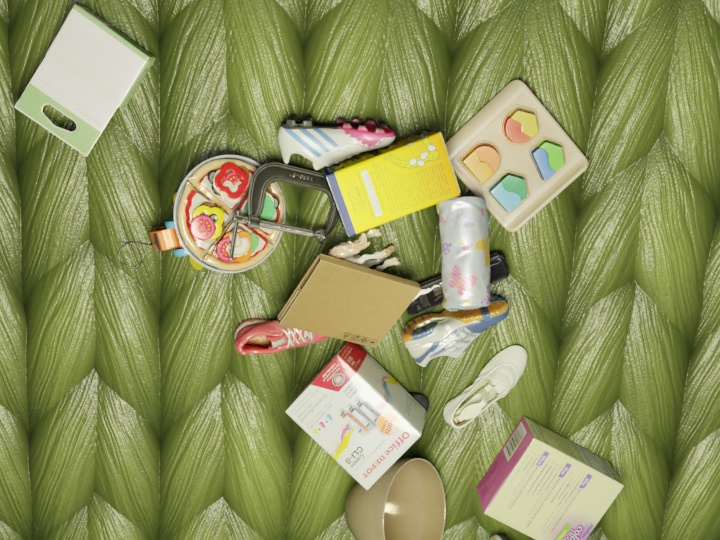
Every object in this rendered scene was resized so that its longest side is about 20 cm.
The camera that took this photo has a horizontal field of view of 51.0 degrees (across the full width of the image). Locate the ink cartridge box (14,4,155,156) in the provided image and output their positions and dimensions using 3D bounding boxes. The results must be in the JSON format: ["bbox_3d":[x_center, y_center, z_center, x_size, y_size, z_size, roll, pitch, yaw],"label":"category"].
[{"bbox_3d":[-0.458,-0.314,1.258,0.145,0.048,0.200,35,102,-8],"label":"ink cartridge box"}]

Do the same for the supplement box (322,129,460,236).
[{"bbox_3d":[0.049,-0.149,1.262,0.199,0.109,0.110,-21,104,-2],"label":"supplement box"}]

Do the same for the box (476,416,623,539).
[{"bbox_3d":[0.353,0.407,1.423,0.199,0.097,0.177,28,103,-6],"label":"box"}]

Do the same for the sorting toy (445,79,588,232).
[{"bbox_3d":[0.265,-0.193,1.298,0.185,0.036,0.200,-42,101,10],"label":"sorting toy"}]

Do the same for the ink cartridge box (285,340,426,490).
[{"bbox_3d":[-0.002,0.251,1.339,0.200,0.145,0.145,43,100,1],"label":"ink cartridge box"}]

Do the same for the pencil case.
[{"bbox_3d":[0.175,-0.031,1.295,0.090,0.083,0.201,-5,89,31],"label":"pencil case"}]

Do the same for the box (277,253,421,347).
[{"bbox_3d":[-0.019,0.056,1.295,0.199,0.021,0.164,16,128,-27],"label":"box"}]

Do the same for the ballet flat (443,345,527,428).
[{"bbox_3d":[0.236,0.223,1.391,0.200,0.069,0.069,-44,101,10],"label":"ballet flat"}]

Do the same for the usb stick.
[{"bbox_3d":[0.170,0.024,1.357,0.199,0.033,0.056,-23,110,5],"label":"usb stick"}]

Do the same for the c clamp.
[{"bbox_3d":[-0.124,-0.095,1.293,0.199,0.027,0.172,4,91,-23],"label":"c clamp"}]

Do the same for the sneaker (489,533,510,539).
[{"bbox_3d":[0.335,0.575,1.489,0.088,0.076,0.200,-42,105,-6],"label":"sneaker"}]

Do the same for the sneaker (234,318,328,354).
[{"bbox_3d":[-0.131,0.119,1.352,0.199,0.087,0.074,-13,105,3],"label":"sneaker"}]

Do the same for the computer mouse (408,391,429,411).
[{"bbox_3d":[0.038,0.288,1.424,0.199,0.034,0.059,-29,104,7],"label":"computer mouse"}]

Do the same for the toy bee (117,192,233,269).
[{"bbox_3d":[-0.321,-0.069,1.307,0.199,0.109,0.132,4,97,-27],"label":"toy bee"}]

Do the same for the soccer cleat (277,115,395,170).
[{"bbox_3d":[-0.041,-0.213,1.282,0.199,0.070,0.087,5,113,4],"label":"soccer cleat"}]

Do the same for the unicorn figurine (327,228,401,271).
[{"bbox_3d":[0.000,0.000,1.315,0.137,0.074,0.200,-28,135,9],"label":"unicorn figurine"}]

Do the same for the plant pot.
[{"bbox_3d":[0.050,0.447,1.403,0.134,0.200,0.201,-6,108,39],"label":"plant pot"}]

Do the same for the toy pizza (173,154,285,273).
[{"bbox_3d":[-0.216,-0.095,1.278,0.199,0.032,0.202,-4,98,-29],"label":"toy pizza"}]

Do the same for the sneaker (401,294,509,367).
[{"bbox_3d":[0.178,0.110,1.367,0.199,0.075,0.088,-19,115,12],"label":"sneaker"}]
